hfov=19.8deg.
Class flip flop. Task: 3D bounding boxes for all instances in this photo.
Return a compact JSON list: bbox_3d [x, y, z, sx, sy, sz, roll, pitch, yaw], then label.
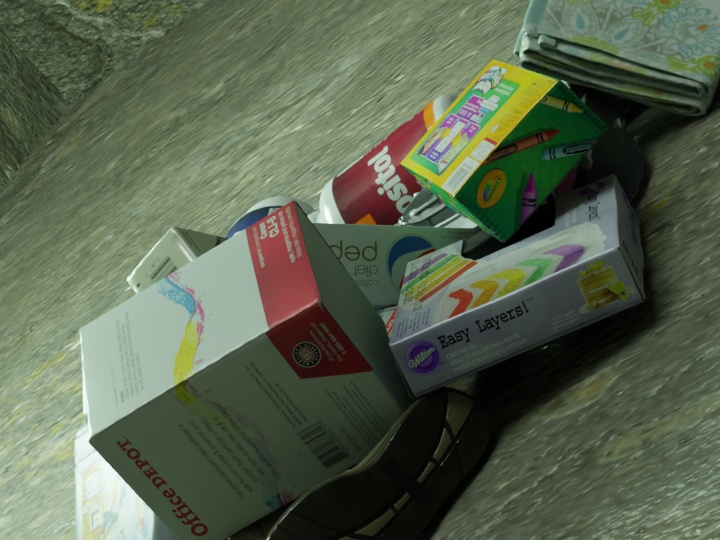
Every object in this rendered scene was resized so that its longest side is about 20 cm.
[{"bbox_3d":[0.012,0.160,1.457,0.200,0.081,0.058,-44,-1,-27],"label":"flip flop"}]

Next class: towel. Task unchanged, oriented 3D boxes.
[{"bbox_3d":[0.233,-0.226,1.735,0.048,0.171,0.200,94,-165,-55],"label":"towel"}]

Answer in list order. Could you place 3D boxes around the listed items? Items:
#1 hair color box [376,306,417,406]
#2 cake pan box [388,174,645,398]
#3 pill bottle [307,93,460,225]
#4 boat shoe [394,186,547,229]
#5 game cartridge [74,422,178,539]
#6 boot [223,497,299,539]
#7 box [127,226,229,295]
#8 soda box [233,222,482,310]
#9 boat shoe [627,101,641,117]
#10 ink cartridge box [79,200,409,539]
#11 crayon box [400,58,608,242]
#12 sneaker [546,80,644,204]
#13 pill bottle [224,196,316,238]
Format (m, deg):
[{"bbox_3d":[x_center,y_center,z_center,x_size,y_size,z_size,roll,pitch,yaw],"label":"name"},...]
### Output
[{"bbox_3d":[-0.036,0.096,1.668,0.200,0.064,0.111,-13,34,38],"label":"hair color box"},{"bbox_3d":[0.118,0.007,1.534,0.184,0.052,0.200,-22,15,14],"label":"cake pan box"},{"bbox_3d":[0.038,-0.062,1.886,0.200,0.113,0.113,-37,17,22],"label":"pill bottle"},{"bbox_3d":[0.071,-0.044,1.792,0.200,0.072,0.068,-30,62,31],"label":"boat shoe"},{"bbox_3d":[-0.191,0.197,1.713,0.133,0.041,0.200,-39,47,46],"label":"game cartridge"},{"bbox_3d":[-0.106,0.211,1.583,0.146,0.070,0.200,-46,23,-20],"label":"boot"},{"bbox_3d":[-0.103,0.023,1.791,0.068,0.082,0.200,-48,-28,19],"label":"box"},{"bbox_3d":[0.000,0.000,1.677,0.064,0.200,0.068,162,107,-64],"label":"soda box"},{"bbox_3d":[0.219,-0.171,1.816,0.202,0.075,0.075,-28,19,7],"label":"boat shoe"},{"bbox_3d":[-0.088,0.080,1.530,0.200,0.145,0.145,-30,34,9],"label":"ink cartridge box"},{"bbox_3d":[0.109,-0.098,1.630,0.119,0.058,0.200,-48,15,1],"label":"crayon box"},{"bbox_3d":[0.185,-0.087,1.706,0.200,0.080,0.086,-73,5,-50],"label":"sneaker"},{"bbox_3d":[-0.083,0.004,1.997,0.116,0.116,0.200,-38,14,15],"label":"pill bottle"}]
